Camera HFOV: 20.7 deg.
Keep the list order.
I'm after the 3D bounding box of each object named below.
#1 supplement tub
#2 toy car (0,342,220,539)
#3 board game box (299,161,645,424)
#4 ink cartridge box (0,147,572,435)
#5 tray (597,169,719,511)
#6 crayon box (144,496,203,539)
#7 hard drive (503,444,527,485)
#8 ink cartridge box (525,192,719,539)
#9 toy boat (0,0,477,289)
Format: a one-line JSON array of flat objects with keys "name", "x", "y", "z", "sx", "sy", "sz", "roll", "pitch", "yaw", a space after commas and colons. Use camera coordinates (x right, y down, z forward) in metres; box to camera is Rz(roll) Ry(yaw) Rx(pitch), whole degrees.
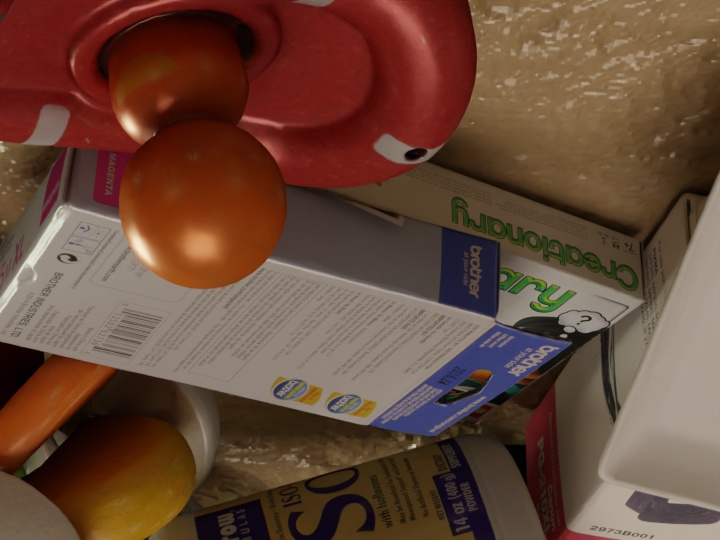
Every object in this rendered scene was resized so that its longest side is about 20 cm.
[{"name": "supplement tub", "x": -0.015, "y": 0.165, "z": 0.875, "sx": 0.199, "sy": 0.146, "sz": 0.146, "roll": -15, "pitch": 148, "yaw": -5}, {"name": "toy car", "x": -0.171, "y": 0.072, "z": 0.835, "sx": 0.199, "sy": 0.175, "sz": 0.150, "roll": -15, "pitch": 109, "yaw": 29}, {"name": "board game box", "x": 0.000, "y": 0.000, "z": 0.809, "sx": 0.199, "sy": 0.035, "sz": 0.126, "roll": 18, "pitch": 143, "yaw": -25}, {"name": "ink cartridge box", "x": -0.033, "y": 0.011, "z": 0.750, "sx": 0.199, "sy": 0.042, "sz": 0.119, "roll": 17, "pitch": 150, "yaw": -19}, {"name": "tray", "x": 0.167, "y": -0.002, "z": 0.724, "sx": 0.107, "sy": 0.022, "sz": 0.201, "roll": 16, "pitch": 107, "yaw": -14}, {"name": "crayon box", "x": -0.120, "y": 0.207, "z": 0.951, "sx": 0.127, "sy": 0.200, "sz": 0.051, "roll": 47, "pitch": 141, "yaw": -18}, {"name": "hard drive", "x": 0.103, "y": 0.185, "z": 0.996, "sx": 0.134, "sy": 0.042, "sz": 0.201, "roll": 1, "pitch": 112, "yaw": -2}, {"name": "ink cartridge box", "x": 0.173, "y": 0.063, "z": 0.858, "sx": 0.144, "sy": 0.085, "sz": 0.200, "roll": 8, "pitch": 146, "yaw": -12}, {"name": "toy boat", "x": -0.054, "y": -0.055, "z": 0.617, "sx": 0.199, "sy": 0.131, "sz": 0.130, "roll": 4, "pitch": 151, "yaw": -32}]
